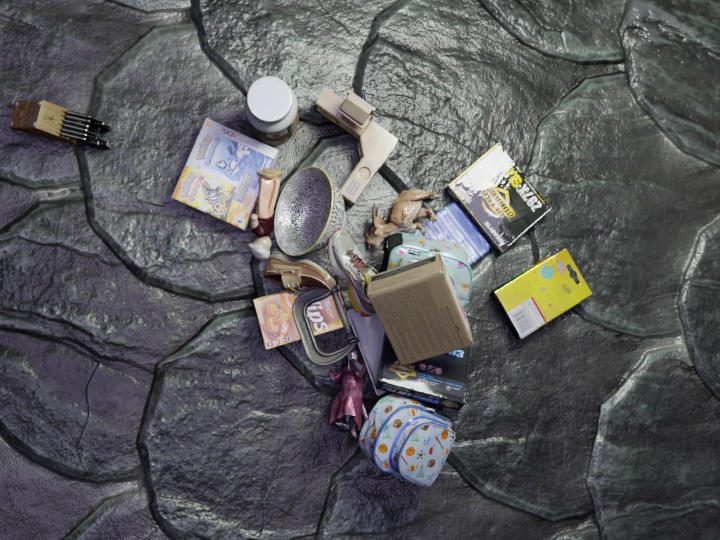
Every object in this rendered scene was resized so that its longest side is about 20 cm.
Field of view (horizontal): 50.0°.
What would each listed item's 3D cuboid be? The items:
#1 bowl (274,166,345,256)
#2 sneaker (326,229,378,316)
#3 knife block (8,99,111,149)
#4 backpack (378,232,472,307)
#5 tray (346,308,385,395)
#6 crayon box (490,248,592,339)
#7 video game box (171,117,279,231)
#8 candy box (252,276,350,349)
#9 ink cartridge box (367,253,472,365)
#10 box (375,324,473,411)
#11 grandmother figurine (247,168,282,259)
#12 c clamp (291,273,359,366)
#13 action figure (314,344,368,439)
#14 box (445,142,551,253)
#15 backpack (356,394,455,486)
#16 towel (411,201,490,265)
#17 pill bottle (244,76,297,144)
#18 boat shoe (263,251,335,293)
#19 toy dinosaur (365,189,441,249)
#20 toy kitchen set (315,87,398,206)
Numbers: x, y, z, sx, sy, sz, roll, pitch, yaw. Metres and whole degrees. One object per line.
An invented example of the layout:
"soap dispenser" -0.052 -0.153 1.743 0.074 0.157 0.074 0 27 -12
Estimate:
"bowl" -0.096 -0.121 1.714 0.094 0.200 0.203 17 86 -42
"sneaker" 0.000 0.000 1.657 0.078 0.082 0.201 -36 101 -37
"knife block" -0.661 -0.320 1.727 0.199 0.175 0.065 10 84 42
"backpack" 0.147 0.021 1.691 0.197 0.154 0.178 5 116 -11
"tray" 0.035 0.172 1.748 0.107 0.022 0.202 -19 89 -42
"crayon box" 0.417 0.054 1.784 0.199 0.051 0.128 -30 90 -4
"video game box" -0.305 -0.217 1.748 0.180 0.047 0.202 23 86 -1
"candy box" -0.132 0.096 1.740 0.198 0.055 0.117 -16 87 -4
"ink cartridge box" 0.124 0.084 1.593 0.163 0.075 0.201 -18 121 14
"box" 0.144 0.191 1.715 0.198 0.050 0.200 15 57 -4
"grandmother figurine" -0.214 -0.121 1.717 0.060 0.121 0.202 15 110 21
"c clamp" -0.062 0.101 1.687 0.169 0.027 0.202 -15 72 -2
"action figure" -0.014 0.259 1.717 0.148 0.133 0.202 28 59 -33
"box" 0.320 -0.167 1.789 0.159 0.049 0.201 -39 90 -6
"backpack" 0.097 0.367 1.677 0.189 0.154 0.202 27 85 -27
"towel" 0.186 -0.046 1.786 0.199 0.024 0.145 -38 90 -5
"pill bottle" -0.193 -0.349 1.683 0.115 0.200 0.118 0 88 -4
"boat shoe" -0.136 0.017 1.691 0.072 0.199 0.076 -58 135 -18
"toy dinosaur" 0.096 -0.137 1.760 0.200 0.135 0.086 -48 134 -25
"toy kitchen set" -0.042 -0.281 1.709 0.199 0.163 0.181 35 86 -1
